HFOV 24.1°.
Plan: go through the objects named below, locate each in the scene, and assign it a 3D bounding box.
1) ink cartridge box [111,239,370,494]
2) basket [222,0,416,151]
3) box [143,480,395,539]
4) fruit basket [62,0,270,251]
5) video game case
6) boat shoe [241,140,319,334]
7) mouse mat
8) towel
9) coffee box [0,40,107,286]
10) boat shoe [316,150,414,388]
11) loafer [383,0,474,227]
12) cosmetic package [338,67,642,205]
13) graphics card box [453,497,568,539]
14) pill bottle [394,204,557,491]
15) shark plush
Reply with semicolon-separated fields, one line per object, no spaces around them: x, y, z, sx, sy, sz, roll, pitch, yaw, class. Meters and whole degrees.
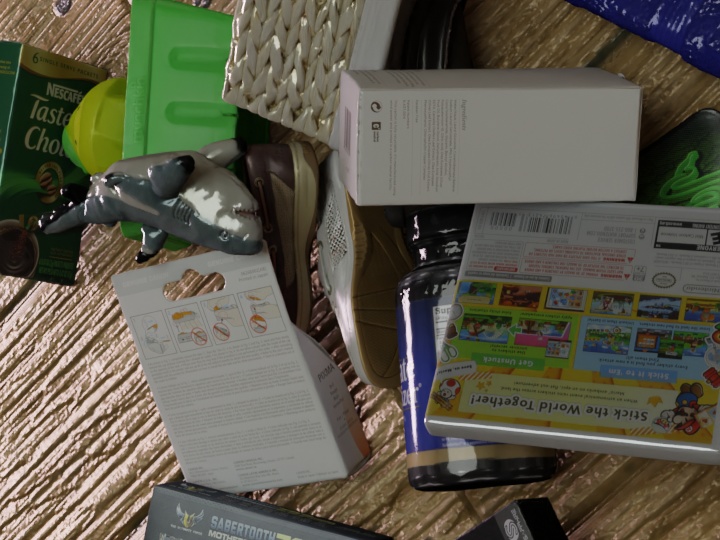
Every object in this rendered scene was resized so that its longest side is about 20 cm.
-0.097;0.077;1.346;0.161;0.050;0.202;-12;102;32;ink cartridge box
-0.022;-0.211;1.268;0.122;0.136;0.202;16;121;4;basket
-0.083;0.266;1.332;0.198;0.051;0.160;11;92;18;box
-0.178;-0.122;1.419;0.213;0.155;0.219;-1;84;15;fruit basket
0.156;0.035;1.127;0.197;0.023;0.184;4;59;20;video game case
-0.078;-0.005;1.343;0.072;0.071;0.202;-127;40;-61;boat shoe
0.211;-0.001;1.223;0.199;0.008;0.162;-35;67;24;mouse mat
0.246;-0.224;1.205;0.199;0.049;0.149;32;95;32;towel
-0.290;-0.094;1.492;0.044;0.123;0.203;8;87;31;coffee box
0.000;0.000;1.329;0.069;0.070;0.203;-27;64;49;boat shoe
0.066;-0.129;1.304;0.070;0.073;0.203;8;89;8;loafer
0.088;-0.097;1.187;0.197;0.108;0.086;0;103;-7;cosmetic package
0.076;0.262;1.194;0.200;0.051;0.126;-39;63;30;graphics card box
0.082;0.057;1.238;0.111;0.111;0.203;-10;79;32;pill bottle
-0.169;-0.043;1.289;0.197;0.091;0.084;-8;101;16;shark plush
